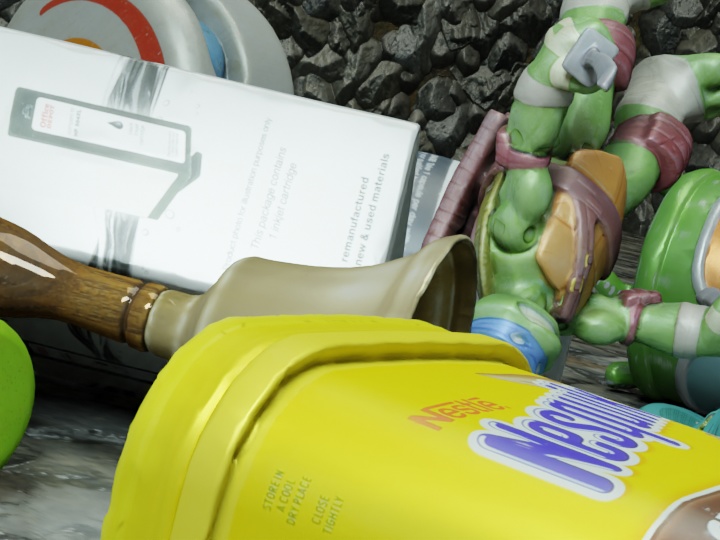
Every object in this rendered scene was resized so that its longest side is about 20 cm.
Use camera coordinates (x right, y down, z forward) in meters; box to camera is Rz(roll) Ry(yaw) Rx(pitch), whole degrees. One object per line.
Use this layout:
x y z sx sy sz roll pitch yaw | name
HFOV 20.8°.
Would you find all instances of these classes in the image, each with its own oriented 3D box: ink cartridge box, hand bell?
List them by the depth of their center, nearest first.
-0.073 0.011 0.614 0.199 0.105 0.104 17 6 14 | hand bell
-0.086 -0.012 0.725 0.199 0.085 0.146 13 -21 4 | ink cartridge box

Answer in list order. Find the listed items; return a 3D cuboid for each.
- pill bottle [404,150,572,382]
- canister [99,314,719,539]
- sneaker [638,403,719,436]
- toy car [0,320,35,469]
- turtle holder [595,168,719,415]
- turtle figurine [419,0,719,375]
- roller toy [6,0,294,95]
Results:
0.000 0.000 0.887 0.199 0.120 0.120 14 5 6 | pill bottle
0.065 0.078 0.426 0.199 0.087 0.148 18 7 29 | canister
0.145 0.074 0.698 0.077 0.080 0.200 13 5 -12 | sneaker
-0.178 -0.054 0.554 0.164 0.201 0.157 18 7 36 | toy car
0.222 0.032 1.158 0.131 0.186 0.141 15 37 25 | turtle holder
0.120 -0.042 0.771 0.143 0.195 0.200 29 -40 -9 | turtle figurine
-0.152 -0.110 1.303 0.199 0.184 0.139 17 7 31 | roller toy
